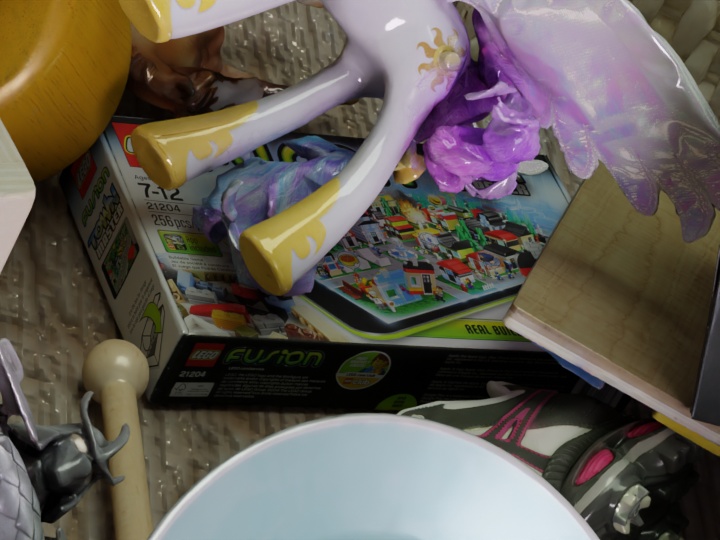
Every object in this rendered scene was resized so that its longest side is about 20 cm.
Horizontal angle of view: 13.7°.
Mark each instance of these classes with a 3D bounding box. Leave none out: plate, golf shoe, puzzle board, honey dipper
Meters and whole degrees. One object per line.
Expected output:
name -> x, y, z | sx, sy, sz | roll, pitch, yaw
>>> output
plate -> 0.005, 0.141, 0.855 | 0.199, 0.026, 0.202 | 6, 78, -31
golf shoe -> 0.028, 0.090, 0.974 | 0.088, 0.078, 0.200 | 27, 27, 28
puzzle board -> 0.134, 0.023, 1.077 | 0.150, 0.017, 0.200 | 30, 23, 3
honey dipper -> -0.067, 0.090, 0.922 | 0.038, 0.038, 0.201 | 15, 37, -20

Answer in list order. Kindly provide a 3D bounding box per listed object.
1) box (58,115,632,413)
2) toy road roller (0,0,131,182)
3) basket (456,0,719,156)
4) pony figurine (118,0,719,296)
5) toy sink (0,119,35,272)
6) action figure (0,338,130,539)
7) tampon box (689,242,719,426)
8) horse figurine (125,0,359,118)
box -> 0.000, 0.000, 1.077 | 0.199, 0.035, 0.110 | 3, 44, -33
toy road roller -> -0.111, -0.124, 1.022 | 0.146, 0.199, 0.123 | 56, 1, 16
basket -> 0.164, -0.165, 1.252 | 0.197, 0.200, 0.161 | 25, 38, -6
pony figurine -> 0.019, -0.081, 1.022 | 0.200, 0.194, 0.166 | -37, 27, -25
toy sink -> -0.218, -0.012, 0.858 | 0.199, 0.131, 0.112 | -4, 48, -37
action figure -> -0.135, 0.087, 0.828 | 0.200, 0.069, 0.131 | -30, 105, -39
tampon box -> 0.225, -0.015, 0.984 | 0.199, 0.127, 0.150 | 15, 34, 11
horse figurine -> -0.084, -0.116, 1.142 | 0.132, 0.050, 0.200 | -10, 50, -48
